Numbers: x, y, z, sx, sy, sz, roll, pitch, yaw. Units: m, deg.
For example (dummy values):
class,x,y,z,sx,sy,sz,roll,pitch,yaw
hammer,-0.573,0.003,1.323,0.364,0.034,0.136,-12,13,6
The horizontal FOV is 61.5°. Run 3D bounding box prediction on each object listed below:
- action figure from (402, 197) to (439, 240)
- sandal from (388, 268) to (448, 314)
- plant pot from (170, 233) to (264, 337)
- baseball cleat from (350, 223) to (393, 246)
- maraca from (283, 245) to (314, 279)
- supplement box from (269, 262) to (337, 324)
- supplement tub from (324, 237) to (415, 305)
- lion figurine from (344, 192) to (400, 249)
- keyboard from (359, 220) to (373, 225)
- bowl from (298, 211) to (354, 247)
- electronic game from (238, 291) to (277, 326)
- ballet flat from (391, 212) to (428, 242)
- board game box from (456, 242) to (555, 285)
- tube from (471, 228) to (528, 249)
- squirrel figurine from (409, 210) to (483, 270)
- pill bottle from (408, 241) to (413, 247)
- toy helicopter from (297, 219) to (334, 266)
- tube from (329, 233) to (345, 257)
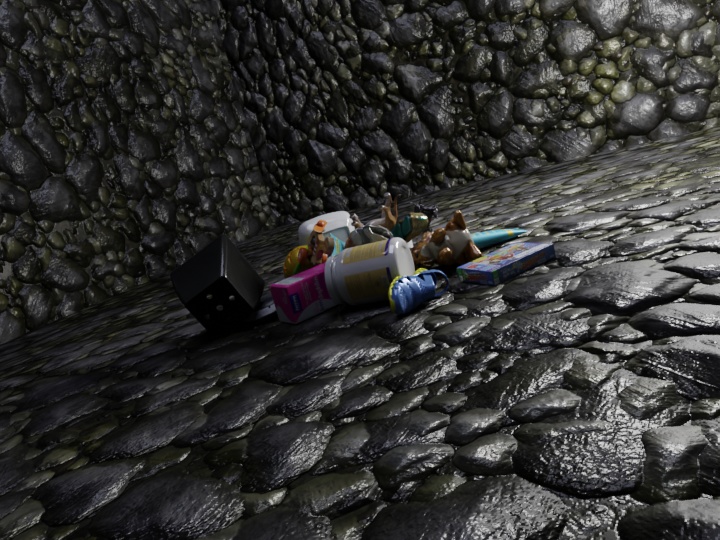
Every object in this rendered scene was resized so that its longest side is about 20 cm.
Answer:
class,x,y,z,sx,sy,sz,roll,pitch,yaw
action figure,0.186,-0.129,1.766,0.117,0.203,0.102,-24,27,-1
sandal,0.133,0.041,1.366,0.086,0.081,0.199,-2,19,37
plant pot,-0.387,0.062,1.655,0.198,0.201,0.178,-35,29,4
baseball cleat,0.058,-0.041,1.587,0.105,0.200,0.071,-21,41,30
maraca,-0.183,-0.001,1.847,0.139,0.106,0.201,-61,-3,-25
supplement box,-0.125,0.055,1.597,0.198,0.103,0.103,-24,14,-31
supplement tub,0.024,0.007,1.500,0.196,0.148,0.145,-11,12,23
lion figurine,0.039,-0.116,1.630,0.197,0.124,0.073,-27,38,3
keyboard,0.037,-0.095,1.922,0.102,0.202,0.040,-1,53,-4
bowl,-0.096,-0.079,1.984,0.196,0.204,0.075,-18,22,-17
electronic game,-0.258,0.101,1.716,0.197,0.042,0.200,-23,13,6
ballet flat,0.133,-0.110,1.629,0.069,0.072,0.200,-19,-6,-15
board game box,0.347,-0.019,1.445,0.197,0.035,0.135,-22,13,-24
tube,0.384,-0.095,1.758,0.196,0.052,0.077,-14,17,-16
squirrel figurine,0.209,-0.050,1.633,0.184,0.144,0.200,-26,-4,2
pill bottle,0.059,-0.056,1.850,0.196,0.114,0.111,-14,11,15
toy helicopter,-0.108,-0.078,1.680,0.077,0.135,0.199,9,-1,-21
tube,-0.076,-0.067,1.841,0.049,0.079,0.200,-7,-1,7
